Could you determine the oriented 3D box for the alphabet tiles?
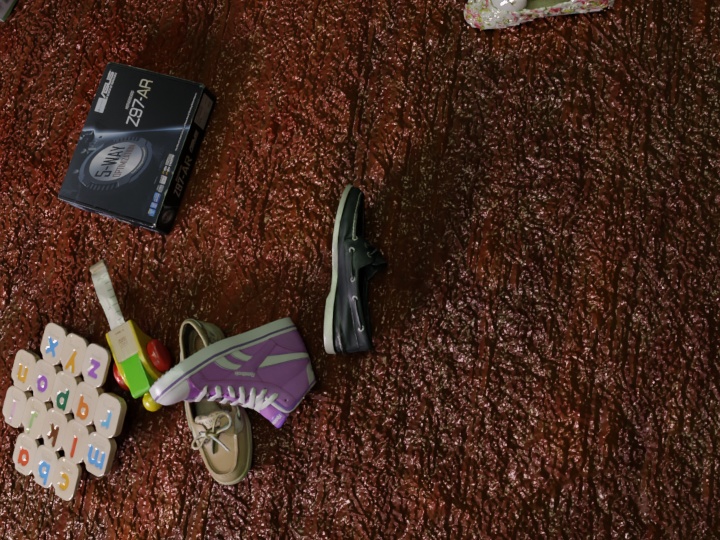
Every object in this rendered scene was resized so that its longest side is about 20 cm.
[{"bbox_3d":[-0.377,0.177,1.143,0.197,0.015,0.200,19,96,28],"label":"alphabet tiles"}]

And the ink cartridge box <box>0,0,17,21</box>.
[{"bbox_3d":[-0.607,-0.454,1.335,0.198,0.104,0.060,32,85,19],"label":"ink cartridge box"}]

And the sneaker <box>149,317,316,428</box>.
[{"bbox_3d":[-0.137,0.137,1.044,0.198,0.073,0.116,-20,78,-31],"label":"sneaker"}]

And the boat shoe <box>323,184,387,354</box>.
[{"bbox_3d":[-0.001,0.000,1.081,0.065,0.075,0.204,4,79,13],"label":"boat shoe"}]

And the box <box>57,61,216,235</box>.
[{"bbox_3d":[-0.299,-0.166,1.216,0.157,0.044,0.204,16,82,18],"label":"box"}]

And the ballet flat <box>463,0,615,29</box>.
[{"bbox_3d":[0.220,-0.347,1.109,0.195,0.064,0.077,-8,76,14],"label":"ballet flat"}]

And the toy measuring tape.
[{"bbox_3d":[-0.288,0.084,1.140,0.073,0.074,0.203,-28,72,7],"label":"toy measuring tape"}]

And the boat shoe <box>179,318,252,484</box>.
[{"bbox_3d":[-0.184,0.159,1.098,0.072,0.063,0.204,-21,73,8],"label":"boat shoe"}]
